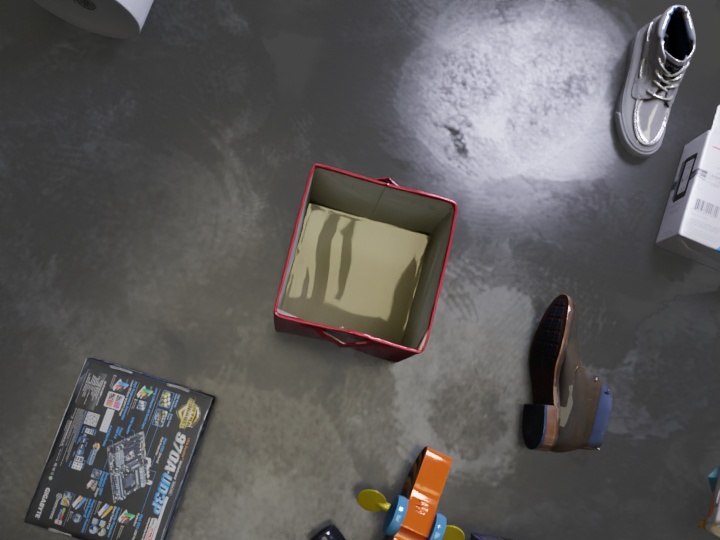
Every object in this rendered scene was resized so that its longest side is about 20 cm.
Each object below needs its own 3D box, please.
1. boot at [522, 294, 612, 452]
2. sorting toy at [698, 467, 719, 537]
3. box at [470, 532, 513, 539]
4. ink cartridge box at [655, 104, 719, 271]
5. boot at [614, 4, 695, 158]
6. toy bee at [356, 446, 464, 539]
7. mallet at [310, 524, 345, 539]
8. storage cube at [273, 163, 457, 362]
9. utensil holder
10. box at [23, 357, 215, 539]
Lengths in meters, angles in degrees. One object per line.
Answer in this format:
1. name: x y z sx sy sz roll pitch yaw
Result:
1. boot: 0.273 0.136 0.938 0.097 0.075 0.200 13 86 -16
2. sorting toy: 0.530 0.265 0.927 0.200 0.107 0.180 22 71 -2
3. box: 0.177 0.422 0.841 0.106 0.122 0.200 12 79 -5
4. ink cartridge box: 0.497 -0.110 1.000 0.116 0.068 0.200 22 78 -2
5. boot: 0.407 -0.262 1.004 0.073 0.096 0.200 8 79 -5
6. toy bee: 0.046 0.312 0.869 0.131 0.109 0.200 43 53 11
7. mallet: -0.087 0.392 0.864 0.200 0.041 0.066 -42 83 -7
8. storage cube: 0.000 0.000 0.870 0.171 0.180 0.200 15 78 -3
9. utensil holder: -0.319 -0.421 0.919 0.170 0.170 0.200 17 81 -3
10. box: -0.281 0.221 0.866 0.159 0.046 0.200 18 78 -3
